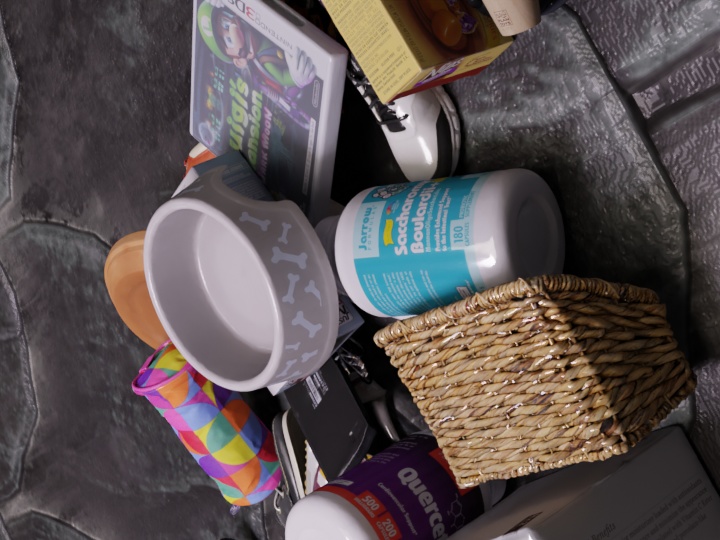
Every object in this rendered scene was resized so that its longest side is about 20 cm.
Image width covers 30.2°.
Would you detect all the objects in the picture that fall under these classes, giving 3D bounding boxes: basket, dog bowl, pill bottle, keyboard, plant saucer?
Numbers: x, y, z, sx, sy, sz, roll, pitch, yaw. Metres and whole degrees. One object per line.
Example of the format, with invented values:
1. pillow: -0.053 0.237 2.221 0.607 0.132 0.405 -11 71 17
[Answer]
1. basket: 0.139 0.062 1.029 0.200 0.143 0.149 -26 95 52
2. dog bowl: -0.109 0.013 1.141 0.200 0.059 0.200 24 128 36
3. pill bottle: 0.057 -0.019 1.086 0.200 0.111 0.111 -6 104 36
4. pill bottle: 0.037 0.212 1.167 0.112 0.200 0.113 22 123 38
5. keyboard: -0.024 0.105 1.254 0.104 0.040 0.200 -57 39 24
6. plant saucer: -0.171 0.039 1.350 0.200 0.037 0.200 15 144 11

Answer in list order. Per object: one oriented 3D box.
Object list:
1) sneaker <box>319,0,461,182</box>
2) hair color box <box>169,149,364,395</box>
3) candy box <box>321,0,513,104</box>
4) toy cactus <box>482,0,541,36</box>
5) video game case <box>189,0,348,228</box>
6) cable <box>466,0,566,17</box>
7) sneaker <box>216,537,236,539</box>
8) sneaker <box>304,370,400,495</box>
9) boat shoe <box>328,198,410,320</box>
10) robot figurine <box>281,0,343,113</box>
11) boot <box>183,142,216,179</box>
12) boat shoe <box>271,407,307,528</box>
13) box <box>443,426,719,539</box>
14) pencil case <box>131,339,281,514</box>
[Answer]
1. sneaker: 0.020 -0.157 1.108 0.074 0.080 0.200 -14 100 46
2. hair color box: -0.095 0.002 1.212 0.200 0.061 0.099 54 137 10
3. candy box: 0.020 -0.237 1.041 0.056 0.117 0.200 -37 80 48
4. toy cactus: 0.086 -0.245 0.936 0.200 0.102 0.165 -11 112 33
5. video game case: -0.087 -0.153 1.171 0.182 0.023 0.200 41 143 29
6. cable: 0.104 -0.285 0.981 0.163 0.051 0.200 -36 81 48
7. sneaker: -0.086 0.363 1.465 0.200 0.075 0.085 45 137 8
8. sneaker: -0.003 0.195 1.297 0.090 0.075 0.200 14 119 48
9. boat shoe: 0.000 0.000 1.214 0.200 0.072 0.069 27 150 26
10. robot figurine: -0.075 -0.232 1.186 0.145 0.058 0.200 11 116 42
11. boot: -0.151 -0.067 1.340 0.200 0.075 0.107 -37 71 45
12. boat shoe: -0.063 0.238 1.371 0.068 0.072 0.200 -9 104 22
13. box: 0.161 0.240 1.053 0.200 0.199 0.131 -34 82 48
14. pencil case: -0.154 0.160 1.381 0.088 0.088 0.200 4 135 45
